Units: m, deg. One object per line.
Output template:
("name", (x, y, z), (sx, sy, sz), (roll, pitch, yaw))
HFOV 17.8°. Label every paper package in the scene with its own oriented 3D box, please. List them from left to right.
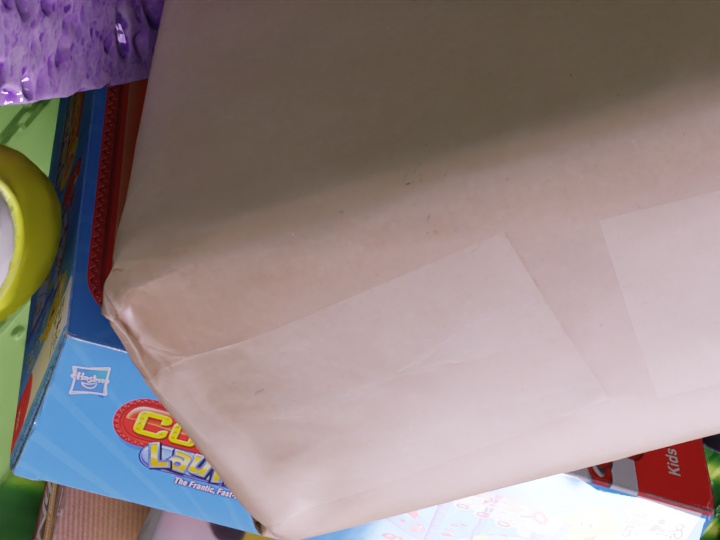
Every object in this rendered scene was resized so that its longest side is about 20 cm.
("paper package", (0.051, -0.048, 0.591), (0.199, 0.191, 0.104), (-16, 128, 15))

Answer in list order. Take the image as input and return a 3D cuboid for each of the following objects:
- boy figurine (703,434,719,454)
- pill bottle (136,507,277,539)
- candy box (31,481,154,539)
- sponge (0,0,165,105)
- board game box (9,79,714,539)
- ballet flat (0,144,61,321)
("boy figurine", (0.171, -0.031, 0.779), (0.124, 0.064, 0.201), (8, 96, -19))
("pill bottle", (0.022, 0.124, 0.725), (0.200, 0.114, 0.115), (24, 105, -4))
("candy box", (-0.008, 0.075, 0.814), (0.199, 0.055, 0.116), (12, 93, -14))
("sponge", (-0.083, -0.104, 0.624), (0.030, 0.200, 0.112), (4, 102, 26))
("board game box", (0.000, 0.000, 0.718), (0.195, 0.200, 0.056), (16, 128, -15))
("ballet flat", (-0.139, -0.005, 0.565), (0.200, 0.067, 0.067), (7, 99, -48))
